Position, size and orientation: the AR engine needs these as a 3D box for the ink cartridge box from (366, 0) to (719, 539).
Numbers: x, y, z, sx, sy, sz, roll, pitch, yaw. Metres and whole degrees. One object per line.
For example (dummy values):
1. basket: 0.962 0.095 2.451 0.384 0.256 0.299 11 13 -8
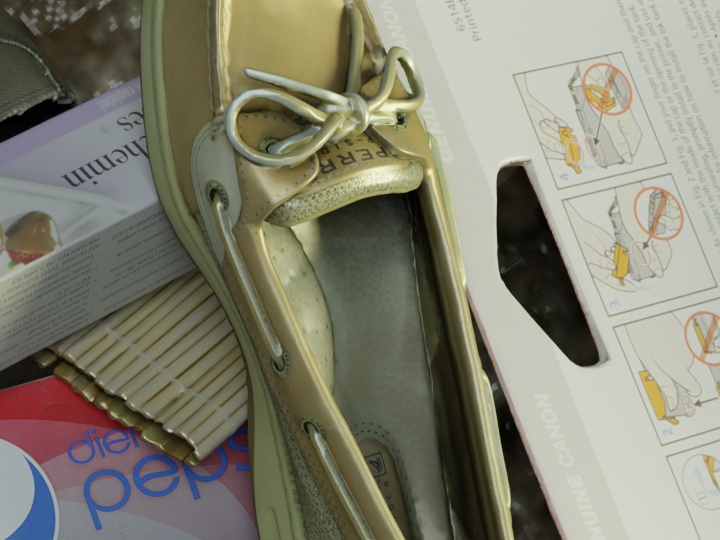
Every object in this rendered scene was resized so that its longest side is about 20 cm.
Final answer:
1. ink cartridge box: 0.093 -0.008 0.771 0.176 0.045 0.200 -14 77 -28

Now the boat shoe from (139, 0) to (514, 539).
1. boat shoe: -0.002 0.001 0.685 0.073 0.063 0.201 -13 96 -34

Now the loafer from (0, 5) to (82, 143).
1. loafer: -0.143 -0.005 0.754 0.070 0.075 0.200 28 59 9

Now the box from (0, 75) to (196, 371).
1. box: -0.084 -0.007 0.700 0.200 0.041 0.039 -30 61 -30

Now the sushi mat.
1. sushi mat: -0.020 -0.029 0.768 0.096 0.012 0.200 36 52 16

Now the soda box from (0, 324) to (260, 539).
1. soda box: -0.082 0.067 0.735 0.200 0.070 0.064 -16 74 -25
